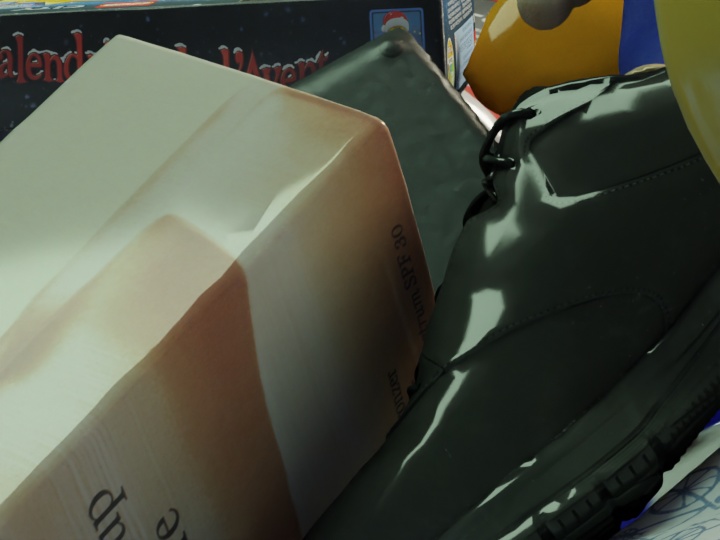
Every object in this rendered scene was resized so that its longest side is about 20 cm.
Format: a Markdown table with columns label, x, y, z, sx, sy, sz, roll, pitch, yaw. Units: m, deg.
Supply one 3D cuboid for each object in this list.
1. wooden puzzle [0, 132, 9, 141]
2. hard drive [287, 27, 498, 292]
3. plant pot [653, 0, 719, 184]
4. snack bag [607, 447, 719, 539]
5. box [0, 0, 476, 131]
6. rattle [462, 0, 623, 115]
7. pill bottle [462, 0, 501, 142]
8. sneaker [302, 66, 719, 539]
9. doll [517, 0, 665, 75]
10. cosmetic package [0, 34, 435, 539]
| label | x | y | z | sx | sy | sz | roll | pitch | yaw |
| --- | --- | --- | --- | --- | --- | --- | --- | --- | --- |
| wooden puzzle | -0.169 | -0.031 | 1.042 | 0.200 | 0.046 | 0.185 | -22 | 14 | 27 |
| hard drive | -0.034 | 0.033 | 0.734 | 0.200 | 0.140 | 0.033 | -30 | -27 | -14 |
| plant pot | 0.149 | -0.066 | 0.456 | 0.200 | 0.201 | 0.189 | -31 | 6 | -25 |
| snack bag | 0.152 | 0.019 | 0.566 | 0.188 | 0.021 | 0.200 | -32 | 8 | -30 |
| box | -0.065 | -0.072 | 0.912 | 0.199 | 0.038 | 0.137 | -2 | 9 | 7 |
| rattle | 0.126 | -0.074 | 0.953 | 0.143 | 0.130 | 0.200 | -40 | 2 | 7 |
| pill bottle | 0.042 | -0.047 | 1.078 | 0.116 | 0.116 | 0.200 | -24 | 8 | 28 |
| sneaker | 0.049 | 0.009 | 0.638 | 0.200 | 0.091 | 0.076 | -41 | -13 | -9 |
| doll | 0.105 | -0.093 | 0.776 | 0.136 | 0.049 | 0.200 | -23 | 26 | 25 |
| cosmetic package | -0.073 | 0.051 | 0.621 | 0.087 | 0.104 | 0.200 | 20 | 53 | 33 |
